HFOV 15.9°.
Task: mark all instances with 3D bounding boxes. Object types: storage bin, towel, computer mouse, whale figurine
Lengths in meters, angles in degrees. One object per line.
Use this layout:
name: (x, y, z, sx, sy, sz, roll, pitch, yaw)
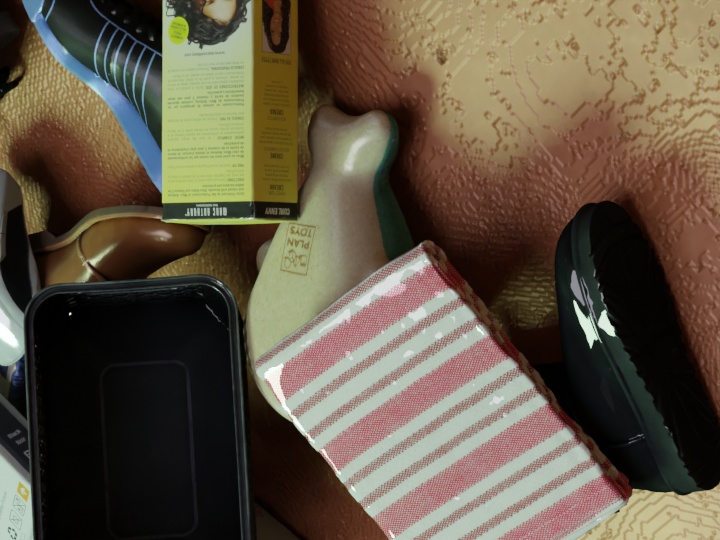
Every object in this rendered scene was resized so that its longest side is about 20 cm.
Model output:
storage bin: (-0.138, 0.110, 1.638, 0.135, 0.094, 0.201, -4, 82, -1)
towel: (0.048, 0.092, 1.522, 0.146, 0.030, 0.200, -35, 99, 28)
computer mouse: (-0.259, -0.032, 1.753, 0.110, 0.044, 0.201, -38, 56, 42)
whale figurine: (0.000, 0.000, 1.604, 0.159, 0.103, 0.201, 8, 92, 53)

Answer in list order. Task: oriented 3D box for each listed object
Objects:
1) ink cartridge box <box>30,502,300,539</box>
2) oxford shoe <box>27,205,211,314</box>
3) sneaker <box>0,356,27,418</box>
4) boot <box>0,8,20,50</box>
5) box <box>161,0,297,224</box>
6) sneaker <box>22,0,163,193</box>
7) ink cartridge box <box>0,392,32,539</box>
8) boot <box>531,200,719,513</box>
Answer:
ink cartridge box: (-0.124, 0.240, 1.762, 0.200, 0.145, 0.146, 39, 128, 16)
oxford shoe: (-0.168, 0.003, 1.723, 0.200, 0.071, 0.072, -19, 61, 47)
sneaker: (-0.255, 0.110, 1.850, 0.088, 0.075, 0.201, 23, 121, 30)
boot: (-0.339, -0.204, 1.774, 0.165, 0.066, 0.200, -36, 90, 34)
box: (-0.080, -0.129, 1.577, 0.075, 0.050, 0.201, -2, 89, 34)
sneaker: (-0.136, -0.137, 1.656, 0.078, 0.070, 0.200, -40, 86, 31)
ink cartridge box: (-0.289, 0.146, 1.828, 0.200, 0.043, 0.198, 42, 140, 21)
boot: (0.116, 0.065, 1.547, 0.162, 0.073, 0.199, -13, 108, 38)
